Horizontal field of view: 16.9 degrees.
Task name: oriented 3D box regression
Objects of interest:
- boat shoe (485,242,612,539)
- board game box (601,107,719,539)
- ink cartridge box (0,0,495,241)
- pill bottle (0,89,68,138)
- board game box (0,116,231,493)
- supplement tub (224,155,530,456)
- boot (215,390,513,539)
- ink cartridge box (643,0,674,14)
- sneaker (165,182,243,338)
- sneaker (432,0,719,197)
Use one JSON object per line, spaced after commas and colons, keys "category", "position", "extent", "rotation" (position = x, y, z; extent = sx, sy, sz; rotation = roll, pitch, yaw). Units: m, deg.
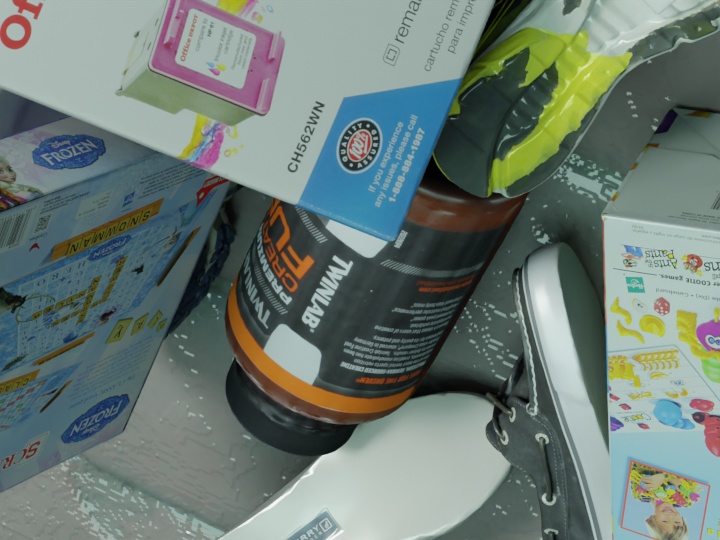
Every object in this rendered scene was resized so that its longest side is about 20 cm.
{"category": "boat shoe", "position": [0.094, 0.078, 1.179], "extent": [0.066, 0.070, 0.201], "rotation": [-8, 125, 16]}
{"category": "board game box", "position": [0.175, 0.043, 1.092], "extent": [0.104, 0.103, 0.201], "rotation": [9, 124, 22]}
{"category": "ink cartridge box", "position": [-0.056, -0.116, 0.984], "extent": [0.199, 0.085, 0.145], "rotation": [21, 95, -17]}
{"category": "pill bottle", "position": [-0.206, -0.098, 1.163], "extent": [0.199, 0.114, 0.114], "rotation": [26, 132, 36]}
{"category": "board game box", "position": [-0.150, 0.020, 1.097], "extent": [0.041, 0.200, 0.200], "rotation": [37, 122, 20]}
{"category": "supplement tub", "position": [0.000, 0.000, 1.153], "extent": [0.107, 0.107, 0.201], "rotation": [32, 129, 5]}
{"category": "boot", "position": [-0.001, 0.124, 1.266], "extent": [0.199, 0.090, 0.073], "rotation": [-31, 83, 11]}
{"category": "ink cartridge box", "position": [0.107, -0.222, 0.890], "extent": [0.176, 0.200, 0.084], "rotation": [46, 130, -7]}
{"category": "sneaker", "position": [-0.109, -0.033, 1.218], "extent": [0.085, 0.077, 0.201], "rotation": [34, 121, 12]}
{"category": "sneaker", "position": [0.102, -0.122, 1.041], "extent": [0.200, 0.085, 0.074], "rotation": [-40, 115, 17]}
